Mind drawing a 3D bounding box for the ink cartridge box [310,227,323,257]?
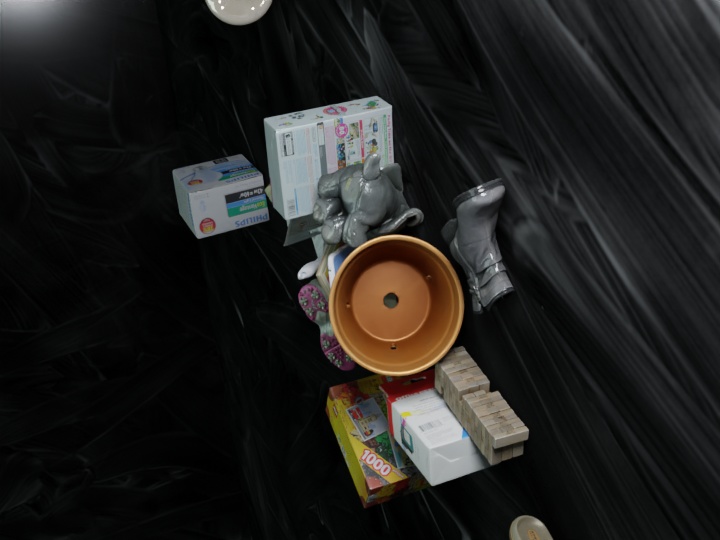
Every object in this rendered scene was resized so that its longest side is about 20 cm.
[{"bbox_3d":[-0.040,-0.042,1.939,0.200,0.043,0.176,126,128,-67],"label":"ink cartridge box"}]

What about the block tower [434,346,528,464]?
[{"bbox_3d":[0.167,0.193,1.445,0.200,0.053,0.059,-126,28,-53],"label":"block tower"}]

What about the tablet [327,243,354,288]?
[{"bbox_3d":[0.001,0.006,1.665,0.013,0.200,0.132,2,110,26],"label":"tablet"}]

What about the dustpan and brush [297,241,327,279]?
[{"bbox_3d":[-0.042,-0.027,1.726,0.200,0.056,0.142,-45,-48,-57],"label":"dustpan and brush"}]

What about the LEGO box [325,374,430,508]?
[{"bbox_3d":[0.043,0.286,1.739,0.078,0.147,0.202,101,149,-52],"label":"LEGO box"}]

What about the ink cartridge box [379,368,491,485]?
[{"bbox_3d":[0.115,0.231,1.531,0.200,0.114,0.068,-135,35,-60],"label":"ink cartridge box"}]

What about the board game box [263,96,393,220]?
[{"bbox_3d":[-0.046,-0.180,1.599,0.064,0.197,0.150,-136,37,-55],"label":"board game box"}]

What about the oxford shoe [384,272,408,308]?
[{"bbox_3d":[0.056,0.057,1.672,0.073,0.071,0.201,23,153,22],"label":"oxford shoe"}]

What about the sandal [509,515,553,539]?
[{"bbox_3d":[0.255,0.385,1.301,0.055,0.079,0.201,-67,30,27],"label":"sandal"}]

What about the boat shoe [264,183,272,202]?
[{"bbox_3d":[-0.151,-0.177,2.158,0.067,0.073,0.200,63,163,2],"label":"boat shoe"}]

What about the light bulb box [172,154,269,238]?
[{"bbox_3d":[-0.354,-0.190,2.550,0.200,0.195,0.127,-138,36,-59],"label":"light bulb box"}]

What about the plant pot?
[{"bbox_3d":[0.049,0.048,1.518,0.140,0.197,0.204,-132,30,-87],"label":"plant pot"}]

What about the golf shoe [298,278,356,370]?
[{"bbox_3d":[-0.051,0.104,2.056,0.202,0.074,0.092,66,-152,-14],"label":"golf shoe"}]

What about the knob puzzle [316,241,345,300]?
[{"bbox_3d":[0.000,0.000,1.711,0.030,0.219,0.223,2,111,26],"label":"knob puzzle"}]

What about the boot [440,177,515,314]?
[{"bbox_3d":[0.166,-0.027,1.295,0.200,0.069,0.133,97,153,-72],"label":"boot"}]

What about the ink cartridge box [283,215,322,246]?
[{"bbox_3d":[-0.061,-0.135,1.741,0.051,0.160,0.201,61,157,22],"label":"ink cartridge box"}]

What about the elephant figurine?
[{"bbox_3d":[0.032,-0.099,1.576,0.154,0.198,0.144,3,91,45],"label":"elephant figurine"}]

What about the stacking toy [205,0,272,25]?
[{"bbox_3d":[-0.249,-0.572,2.121,0.200,0.144,0.149,-160,57,-88],"label":"stacking toy"}]
